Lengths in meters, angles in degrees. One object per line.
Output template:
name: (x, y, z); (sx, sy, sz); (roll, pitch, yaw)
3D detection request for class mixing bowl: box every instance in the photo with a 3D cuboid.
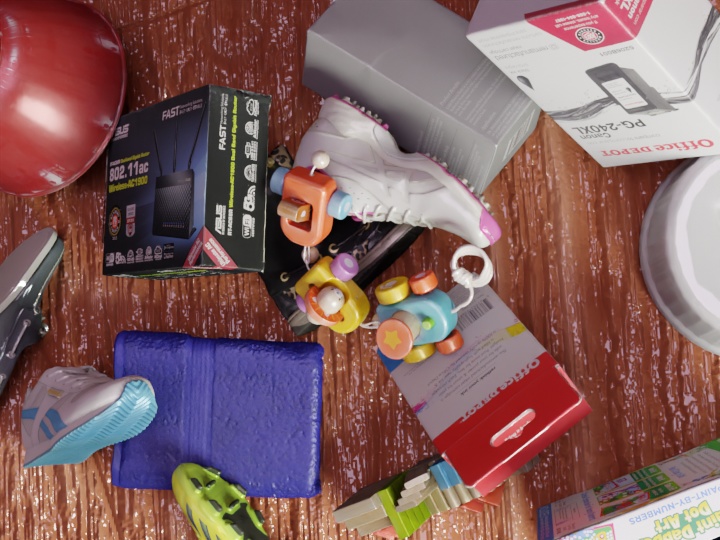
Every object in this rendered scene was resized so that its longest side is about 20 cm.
mixing bowl: (-0.329, -0.177, 0.993); (0.200, 0.108, 0.200); (-6, 76, 25)

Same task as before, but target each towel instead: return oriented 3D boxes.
towel: (-0.131, 0.132, 0.997); (0.200, 0.050, 0.148); (3, 93, 9)

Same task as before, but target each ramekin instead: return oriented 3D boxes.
ramekin: (0.343, -0.023, 0.906); (0.200, 0.098, 0.201); (-1, 86, 9)

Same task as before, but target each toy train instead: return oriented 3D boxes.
toy train: (0.000, 0.000, 0.877); (0.200, 0.056, 0.150); (27, 127, 18)

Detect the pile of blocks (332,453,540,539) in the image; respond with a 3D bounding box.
pile of blocks: (0.079, 0.193, 0.938); (0.200, 0.082, 0.062); (-27, 88, 7)

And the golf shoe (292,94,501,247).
golf shoe: (0.027, -0.065, 0.910); (0.200, 0.075, 0.092); (37, 86, 25)

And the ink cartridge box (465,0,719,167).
ink cartridge box: (0.209, -0.173, 0.865); (0.200, 0.145, 0.083); (36, 69, -32)

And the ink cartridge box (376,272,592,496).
ink cartridge box: (0.105, 0.100, 0.886); (0.116, 0.200, 0.067); (-39, 124, 3)

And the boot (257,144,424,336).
boot: (-0.030, -0.056, 0.983); (0.200, 0.073, 0.151); (-44, 80, 9)

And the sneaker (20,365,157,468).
sneaker: (-0.251, 0.120, 0.958); (0.200, 0.076, 0.081); (-27, 68, 44)

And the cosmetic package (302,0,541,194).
cosmetic package: (0.056, -0.171, 0.955); (0.200, 0.090, 0.107); (34, 64, 14)

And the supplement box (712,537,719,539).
supplement box: (0.344, 0.345, 0.856); (0.200, 0.134, 0.200); (27, 90, 10)

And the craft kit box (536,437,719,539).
craft kit box: (0.238, 0.186, 0.854); (0.197, 0.200, 0.049); (-26, 82, 7)

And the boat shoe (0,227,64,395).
boat shoe: (-0.338, 0.052, 1.037); (0.062, 0.073, 0.200); (35, 83, -33)

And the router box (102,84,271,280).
router box: (-0.158, -0.071, 0.949); (0.200, 0.062, 0.150); (-5, 81, 52)

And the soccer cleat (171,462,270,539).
soccer cleat: (-0.108, 0.259, 0.954); (0.084, 0.065, 0.200); (-39, 95, 19)
